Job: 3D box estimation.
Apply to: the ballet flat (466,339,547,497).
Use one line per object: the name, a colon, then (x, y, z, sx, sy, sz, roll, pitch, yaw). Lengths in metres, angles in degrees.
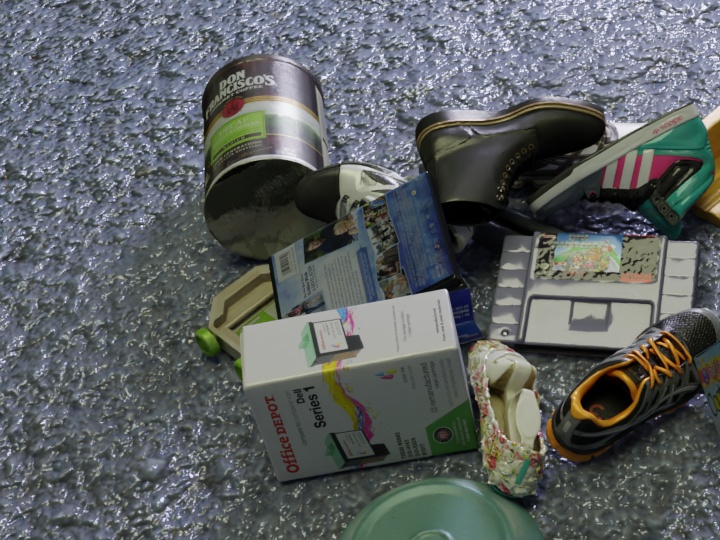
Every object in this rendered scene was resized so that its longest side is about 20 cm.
ballet flat: (0.145, 0.124, 1.335, 0.076, 0.064, 0.200, 13, 39, -16)

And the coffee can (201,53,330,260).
coffee can: (-0.107, -0.131, 1.630, 0.146, 0.146, 0.200, -12, 43, 4)

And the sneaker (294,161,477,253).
sneaker: (0.023, -0.059, 1.500, 0.200, 0.074, 0.089, 6, 38, 9)

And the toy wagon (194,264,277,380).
toy wagon: (-0.071, 0.062, 1.494, 0.155, 0.040, 0.200, -38, 47, -22)

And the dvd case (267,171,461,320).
dvd case: (0.000, 0.000, 1.431, 0.200, 0.018, 0.143, -28, 50, 18)

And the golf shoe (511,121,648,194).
golf shoe: (0.247, -0.144, 1.579, 0.200, 0.095, 0.078, -11, 41, 3)

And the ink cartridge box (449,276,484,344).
ink cartridge box: (0.049, 0.009, 1.505, 0.099, 0.039, 0.200, -15, 42, -15)

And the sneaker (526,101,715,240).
sneaker: (0.285, -0.077, 1.491, 0.200, 0.121, 0.084, -29, 0, 13)

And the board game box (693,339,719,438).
board game box: (0.410, 0.090, 1.235, 0.200, 0.105, 0.103, -14, 77, -5)

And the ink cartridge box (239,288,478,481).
ink cartridge box: (-0.001, 0.110, 1.341, 0.200, 0.145, 0.084, -11, 42, 5)

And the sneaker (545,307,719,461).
sneaker: (0.259, 0.100, 1.311, 0.200, 0.077, 0.078, -38, 69, -16)

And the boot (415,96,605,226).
boot: (0.163, -0.104, 1.482, 0.200, 0.077, 0.138, -9, 47, 3)

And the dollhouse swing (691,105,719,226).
dollhouse swing: (0.444, -0.148, 1.463, 0.182, 0.176, 0.200, -37, 47, -22)

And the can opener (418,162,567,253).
can opener: (0.138, -0.063, 1.543, 0.200, 0.067, 0.053, 27, 57, 37)

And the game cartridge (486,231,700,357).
game cartridge: (0.233, 0.023, 1.425, 0.200, 0.038, 0.130, 2, 66, 19)

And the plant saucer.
plant saucer: (0.064, 0.253, 1.253, 0.200, 0.036, 0.200, -9, 42, 8)
